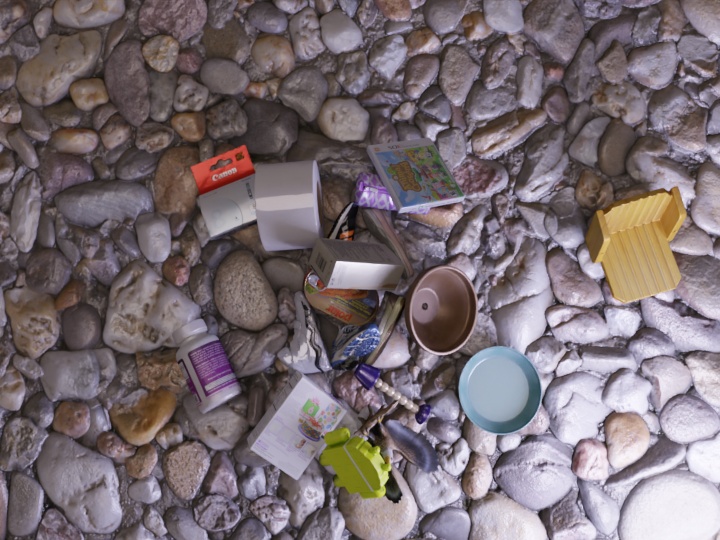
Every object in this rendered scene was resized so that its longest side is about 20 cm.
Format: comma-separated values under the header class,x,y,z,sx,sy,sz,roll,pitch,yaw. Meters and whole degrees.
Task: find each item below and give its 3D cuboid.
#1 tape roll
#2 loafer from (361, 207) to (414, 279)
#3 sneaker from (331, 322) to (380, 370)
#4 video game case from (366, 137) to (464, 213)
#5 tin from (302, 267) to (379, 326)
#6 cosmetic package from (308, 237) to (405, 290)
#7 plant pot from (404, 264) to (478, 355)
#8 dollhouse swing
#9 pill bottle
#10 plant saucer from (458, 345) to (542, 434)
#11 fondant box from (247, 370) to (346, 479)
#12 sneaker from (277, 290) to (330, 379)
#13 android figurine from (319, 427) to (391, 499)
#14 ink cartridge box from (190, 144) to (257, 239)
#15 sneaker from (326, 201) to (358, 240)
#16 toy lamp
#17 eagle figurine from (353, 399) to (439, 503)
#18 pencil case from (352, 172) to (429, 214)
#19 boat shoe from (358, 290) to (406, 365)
class,x,y,z,sx,sy,sz,roll,pitch,yaw
tape roll,-0.163,-0.152,1.471,0.135,0.203,0.208,-4,83,3
loafer,0.080,-0.076,1.517,0.062,0.072,0.202,-29,79,-22
sneaker,-0.022,0.158,1.442,0.075,0.200,0.087,6,58,-29
video game case,0.131,-0.232,1.485,0.178,0.022,0.203,-12,59,-23
tin,-0.047,0.058,1.486,0.197,0.042,0.114,28,86,-19
cosmetic package,-0.008,-0.013,1.417,0.105,0.196,0.072,50,125,45
plant pot,0.172,0.089,1.459,0.197,0.092,0.207,-2,93,-30
dollhouse swing,0.654,-0.052,1.440,0.195,0.183,0.179,-15,62,1
pill bottle,-0.370,0.224,1.481,0.110,0.112,0.203,-27,83,-1
plant saucer,0.328,0.282,1.475,0.194,0.036,0.206,0,82,3
fondant box,-0.148,0.360,1.454,0.144,0.058,0.201,39,87,-19
sneaker,-0.151,0.158,1.495,0.113,0.075,0.204,-20,81,2
android figurine,-0.011,0.437,1.404,0.041,0.199,0.184,-37,95,-45
ink cartridge box,-0.330,-0.200,1.562,0.157,0.047,0.204,-21,84,1
sneaker,-0.038,-0.066,1.528,0.089,0.070,0.203,27,85,-9
toy lamp,0.073,0.284,1.456,0.198,0.058,0.059,33,85,-7
eagle figurine,0.068,0.415,1.444,0.150,0.152,0.201,-19,117,39
pencil case,0.080,-0.186,1.501,0.195,0.085,0.086,6,82,-11
boat shoe,0.041,0.142,1.481,0.064,0.073,0.203,31,100,13
